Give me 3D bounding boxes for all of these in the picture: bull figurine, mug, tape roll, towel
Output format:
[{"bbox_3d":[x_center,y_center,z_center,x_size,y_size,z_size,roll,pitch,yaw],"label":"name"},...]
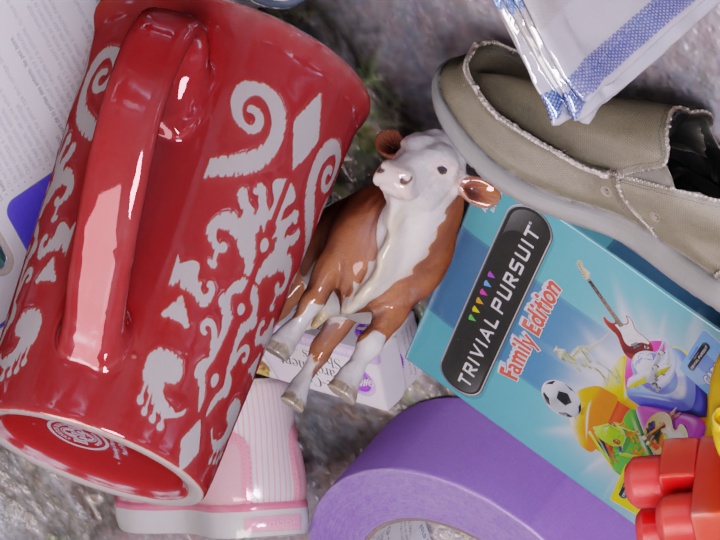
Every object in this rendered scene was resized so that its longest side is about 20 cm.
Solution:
[{"bbox_3d":[0.000,0.000,1.297,0.065,0.122,0.200,36,168,-3],"label":"bull figurine"},{"bbox_3d":[-0.100,-0.017,1.220,0.133,0.201,0.177,4,157,38],"label":"mug"},{"bbox_3d":[0.071,0.166,1.453,0.199,0.066,0.201,23,136,24],"label":"tape roll"},{"bbox_3d":[0.085,-0.176,1.070,0.024,0.147,0.201,1,124,54],"label":"towel"}]

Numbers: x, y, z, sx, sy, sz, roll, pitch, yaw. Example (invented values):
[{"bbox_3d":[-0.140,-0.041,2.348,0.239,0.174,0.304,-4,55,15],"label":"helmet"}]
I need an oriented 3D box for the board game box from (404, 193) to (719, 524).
[{"bbox_3d":[0.129,0.043,1.305,0.199,0.047,0.151,35,140,12],"label":"board game box"}]

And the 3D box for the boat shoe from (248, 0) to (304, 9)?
[{"bbox_3d":[-0.082,-0.177,1.138,0.200,0.075,0.062,46,153,16],"label":"boat shoe"}]

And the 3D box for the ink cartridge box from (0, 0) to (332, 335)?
[{"bbox_3d":[-0.135,-0.064,1.324,0.043,0.200,0.199,10,131,56],"label":"ink cartridge box"}]

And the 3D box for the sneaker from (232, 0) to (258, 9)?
[{"bbox_3d":[-0.102,-0.204,1.265,0.076,0.081,0.201,-9,116,47],"label":"sneaker"}]

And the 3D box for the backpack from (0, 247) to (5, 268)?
[{"bbox_3d":[-0.247,0.012,1.528,0.175,0.153,0.201,-25,96,52],"label":"backpack"}]

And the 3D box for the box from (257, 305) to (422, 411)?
[{"bbox_3d":[-0.059,0.026,1.464,0.199,0.039,0.042,15,134,32],"label":"box"}]

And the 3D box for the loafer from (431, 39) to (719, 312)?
[{"bbox_3d":[0.124,-0.053,1.216,0.199,0.075,0.070,30,127,12],"label":"loafer"}]

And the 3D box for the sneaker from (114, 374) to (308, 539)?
[{"bbox_3d":[-0.085,0.094,1.532,0.200,0.075,0.105,171,93,-66],"label":"sneaker"}]

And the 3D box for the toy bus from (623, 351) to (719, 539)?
[{"bbox_3d":[0.202,0.079,1.160,0.191,0.136,0.201,-1,125,16],"label":"toy bus"}]
